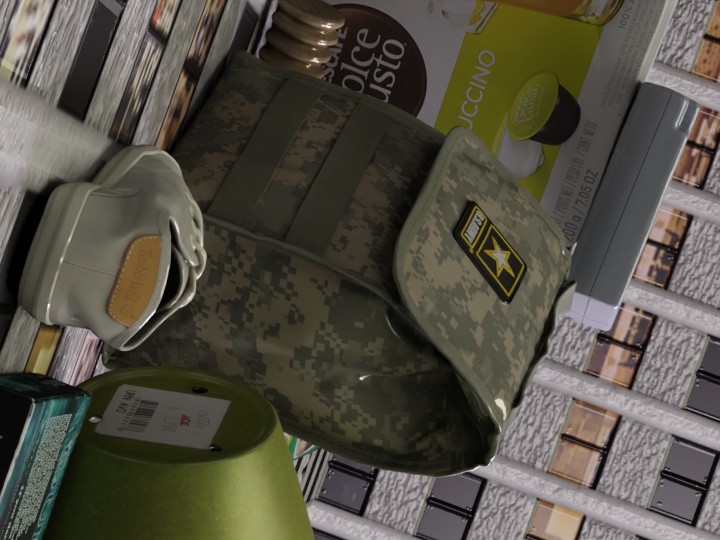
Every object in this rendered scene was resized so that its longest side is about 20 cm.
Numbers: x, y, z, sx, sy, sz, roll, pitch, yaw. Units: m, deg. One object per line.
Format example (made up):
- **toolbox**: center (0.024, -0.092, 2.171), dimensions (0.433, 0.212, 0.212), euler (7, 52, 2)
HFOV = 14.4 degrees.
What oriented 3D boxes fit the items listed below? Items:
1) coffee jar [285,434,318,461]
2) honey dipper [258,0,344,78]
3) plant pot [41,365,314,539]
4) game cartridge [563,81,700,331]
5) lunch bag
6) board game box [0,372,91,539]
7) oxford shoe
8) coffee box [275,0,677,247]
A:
- **coffee jar**: center (-0.048, 0.052, 1.477), dimensions (0.200, 0.085, 0.105), euler (-25, 137, -62)
- **honey dipper**: center (-0.060, -0.050, 1.511), dimensions (0.038, 0.038, 0.201), euler (-59, 172, -70)
- **plant pot**: center (-0.088, 0.151, 1.228), dimensions (0.187, 0.186, 0.201), euler (-62, 159, -64)
- **game cartridge**: center (0.144, -0.035, 1.540), dimensions (0.134, 0.041, 0.200), euler (-64, 175, 5)
- **lunch bag**: center (0.000, 0.000, 1.351), dimensions (0.164, 0.199, 0.118), euler (-63, 172, -56)
- **board game box**: center (-0.157, 0.138, 1.097), dimensions (0.135, 0.028, 0.201), euler (25, 84, -86)
- **oxford shoe**: center (-0.089, -0.007, 1.137), dimensions (0.200, 0.057, 0.076), euler (-54, 161, -82)
- **coffee box**: center (0.075, -0.166, 1.579), dimensions (0.200, 0.197, 0.201), euler (-58, 169, -63)
